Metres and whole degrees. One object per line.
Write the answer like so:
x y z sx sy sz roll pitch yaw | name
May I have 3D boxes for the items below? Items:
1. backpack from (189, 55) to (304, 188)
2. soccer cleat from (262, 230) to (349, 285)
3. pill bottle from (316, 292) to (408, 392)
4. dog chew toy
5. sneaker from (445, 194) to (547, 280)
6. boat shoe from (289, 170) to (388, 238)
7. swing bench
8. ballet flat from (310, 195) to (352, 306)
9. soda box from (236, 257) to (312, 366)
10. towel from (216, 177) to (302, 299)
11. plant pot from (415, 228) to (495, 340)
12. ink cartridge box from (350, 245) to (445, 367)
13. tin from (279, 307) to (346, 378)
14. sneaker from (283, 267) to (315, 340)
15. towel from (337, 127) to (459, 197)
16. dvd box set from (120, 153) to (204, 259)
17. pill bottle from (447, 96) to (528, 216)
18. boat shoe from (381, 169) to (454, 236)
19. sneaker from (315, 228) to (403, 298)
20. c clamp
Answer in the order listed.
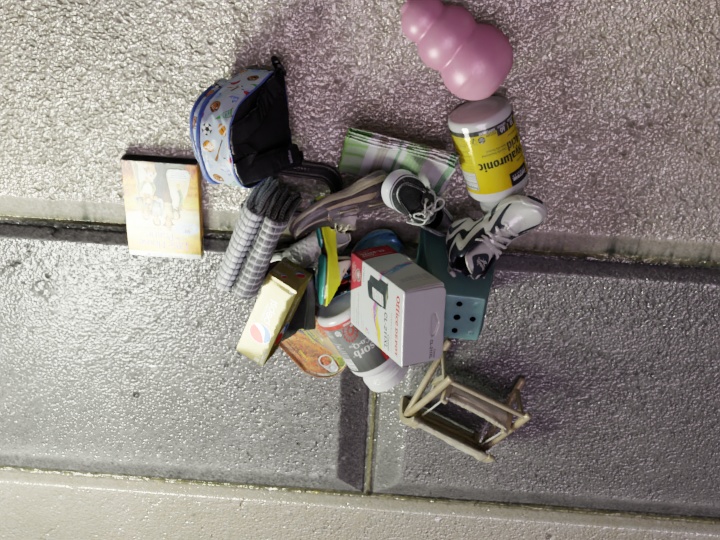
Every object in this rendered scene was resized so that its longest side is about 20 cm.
-0.202 -0.235 1.495 0.153 0.191 0.201 2 123 22 | backpack
-0.112 -0.024 1.678 0.198 0.085 0.069 -18 119 15 | soccer cleat
0.008 0.135 1.749 0.115 0.116 0.201 -25 117 18 | pill bottle
0.150 -0.369 1.435 0.199 0.125 0.125 37 117 -8 | dog chew toy
0.224 -0.044 1.508 0.198 0.130 0.080 -15 133 34 | sneaker
-0.030 -0.101 1.551 0.199 0.074 0.074 -28 87 3 | boat shoe
0.209 0.285 1.820 0.198 0.130 0.201 26 120 -12 | swing bench
-0.049 -0.037 1.623 0.066 0.067 0.202 -6 95 -12 | ballet flat
-0.160 0.077 1.629 0.064 0.068 0.201 31 126 6 | soda box
-0.177 -0.060 1.567 0.085 0.200 0.167 23 115 -4 | towel
0.172 0.029 1.624 0.140 0.201 0.142 7 122 0 | plant pot
0.061 0.059 1.568 0.082 0.200 0.147 -10 114 -25 | ink cartridge box
-0.105 0.135 1.803 0.112 0.042 0.200 -30 114 25 | tin
-0.137 0.069 1.694 0.103 0.060 0.201 -1 142 -3 | sneaker
0.062 -0.182 1.557 0.198 0.031 0.149 13 158 -4 | towel
-0.371 -0.118 1.671 0.145 0.029 0.202 5 121 1 | dvd box set
0.228 -0.189 1.539 0.110 0.112 0.201 -14 120 12 | pill bottle
0.107 -0.110 1.554 0.074 0.068 0.199 -53 144 -4 | boat shoe
0.000 0.000 1.682 0.199 0.090 0.078 -34 114 18 | sneaker
-0.130 -0.129 1.654 0.198 0.027 0.172 2 116 4 | c clamp
